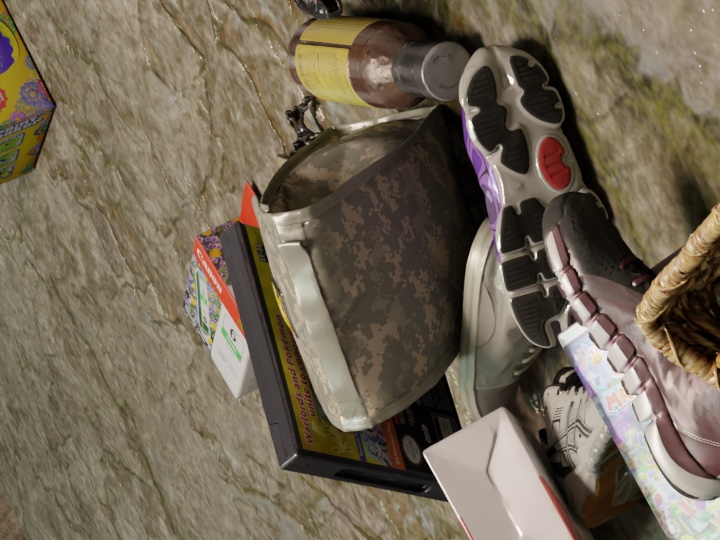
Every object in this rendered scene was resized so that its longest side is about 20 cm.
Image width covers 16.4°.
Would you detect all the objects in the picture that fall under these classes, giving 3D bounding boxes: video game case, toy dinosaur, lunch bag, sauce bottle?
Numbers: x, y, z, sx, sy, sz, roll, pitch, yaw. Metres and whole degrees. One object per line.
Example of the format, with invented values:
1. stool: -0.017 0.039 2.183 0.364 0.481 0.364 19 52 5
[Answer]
1. video game case: 0.215 0.093 1.505 0.143 0.018 0.201 -38 75 41
2. video game case: -0.008 0.068 1.827 0.025 0.180 0.201 -40 51 33
3. toy dinosaur: -0.034 -0.082 1.966 0.200 0.047 0.089 41 154 54
4. lunch bag: 0.000 0.000 1.734 0.117 0.200 0.165 -9 108 27
5. sauce bottle: 0.015 -0.144 1.754 0.200 0.064 0.065 20 130 63

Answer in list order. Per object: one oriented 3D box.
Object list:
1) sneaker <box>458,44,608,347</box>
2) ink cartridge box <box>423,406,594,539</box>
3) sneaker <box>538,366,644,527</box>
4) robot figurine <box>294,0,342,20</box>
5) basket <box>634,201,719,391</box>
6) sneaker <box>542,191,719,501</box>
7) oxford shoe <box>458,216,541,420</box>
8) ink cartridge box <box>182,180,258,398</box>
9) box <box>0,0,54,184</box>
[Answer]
1. sneaker: 0.113 -0.051 1.637 0.083 0.080 0.201 -148 44 -82
2. ink cartridge box: 0.113 0.171 1.742 0.117 0.067 0.200 61 -175 15
3. sneaker: 0.155 0.093 1.653 0.088 0.075 0.200 56 156 24
4. robot figurine: -0.054 -0.272 1.793 0.200 0.058 0.146 50 154 38
5. basket: 0.250 0.021 1.253 0.143 0.148 0.200 61 157 14
6. sneaker: 0.196 0.024 1.457 0.115 0.076 0.201 -32 84 31
7. oxford shoe: 0.105 0.043 1.742 0.057 0.075 0.201 17 141 15
8. ink cartridge box: -0.106 0.019 2.227 0.109 0.050 0.200 58 158 21
9. box: -0.434 -0.203 2.677 0.201 0.121 0.193 63 159 10
